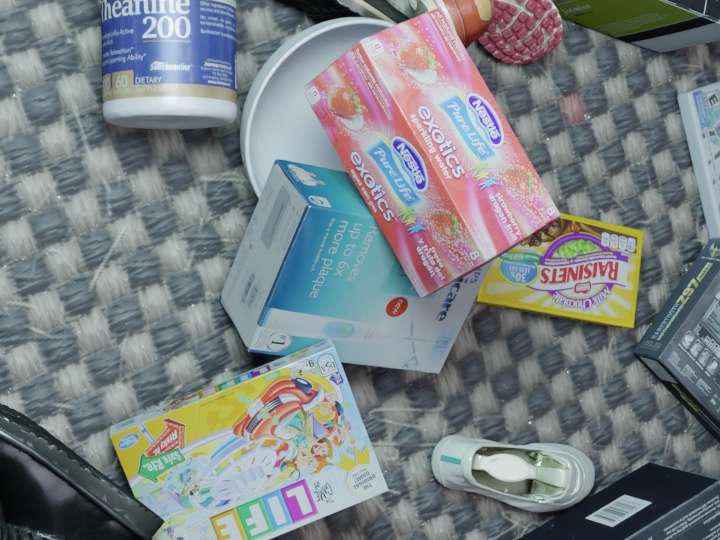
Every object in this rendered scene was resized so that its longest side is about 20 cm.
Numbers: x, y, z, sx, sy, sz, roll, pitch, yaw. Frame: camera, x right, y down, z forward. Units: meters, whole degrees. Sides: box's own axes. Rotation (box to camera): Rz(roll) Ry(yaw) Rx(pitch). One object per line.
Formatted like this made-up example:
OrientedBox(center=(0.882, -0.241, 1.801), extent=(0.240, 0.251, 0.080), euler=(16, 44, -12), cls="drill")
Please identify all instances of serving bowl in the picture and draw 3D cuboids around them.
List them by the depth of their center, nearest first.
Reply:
OrientedBox(center=(-0.020, -0.129, 1.361), extent=(0.199, 0.066, 0.201), euler=(-11, 115, -23), cls="serving bowl")

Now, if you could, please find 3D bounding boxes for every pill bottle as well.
OrientedBox(center=(-0.157, -0.220, 1.268), extent=(0.110, 0.111, 0.201), euler=(0, 89, -32), cls="pill bottle")

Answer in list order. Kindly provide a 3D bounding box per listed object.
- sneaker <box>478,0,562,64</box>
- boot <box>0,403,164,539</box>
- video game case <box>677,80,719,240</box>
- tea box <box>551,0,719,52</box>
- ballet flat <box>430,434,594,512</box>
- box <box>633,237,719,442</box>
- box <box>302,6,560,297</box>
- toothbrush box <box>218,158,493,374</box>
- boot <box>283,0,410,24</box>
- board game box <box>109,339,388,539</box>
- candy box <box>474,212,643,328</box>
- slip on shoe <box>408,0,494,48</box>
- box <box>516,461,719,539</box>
OrientedBox(center=(0.125, -0.278, 1.469), extent=(0.200, 0.080, 0.075), euler=(46, 28, -32), cls="sneaker")
OrientedBox(center=(-0.273, 0.205, 1.204), extent=(0.211, 0.079, 0.158), euler=(39, 81, -12), cls="boot")
OrientedBox(center=(0.436, -0.116, 1.684), extent=(0.182, 0.022, 0.201), euler=(-19, 98, -31), cls="video game case")
OrientedBox(center=(0.286, -0.344, 1.533), extent=(0.196, 0.133, 0.201), euler=(14, 81, -31), cls="tea box")
OrientedBox(center=(0.160, 0.195, 1.480), extent=(0.199, 0.069, 0.070), euler=(13, 82, -31), cls="ballet flat")
OrientedBox(center=(0.399, 0.088, 1.629), extent=(0.200, 0.051, 0.158), euler=(43, 77, -24), cls="box")
OrientedBox(center=(0.058, -0.096, 1.252), extent=(0.102, 0.095, 0.201), euler=(-28, 88, -39), cls="box")
OrientedBox(center=(0.000, 0.000, 1.338), extent=(0.199, 0.085, 0.147), euler=(9, 118, -33), cls="toothbrush box")
OrientedBox(center=(-0.008, -0.289, 1.378), extent=(0.200, 0.077, 0.139), euler=(29, 75, -34), cls="boot")
OrientedBox(center=(-0.092, 0.157, 1.295), extent=(0.199, 0.034, 0.135), euler=(-22, 101, -5), cls="board game box")
OrientedBox(center=(0.195, -0.005, 1.530), extent=(0.199, 0.026, 0.103), euler=(9, 87, -31), cls="candy box")
OrientedBox(center=(0.082, -0.225, 1.373), extent=(0.061, 0.200, 0.074), euler=(-25, 96, 0), cls="slip on shoe")
OrientedBox(center=(0.266, 0.316, 1.508), extent=(0.199, 0.104, 0.183), euler=(-23, 107, -30), cls="box")
